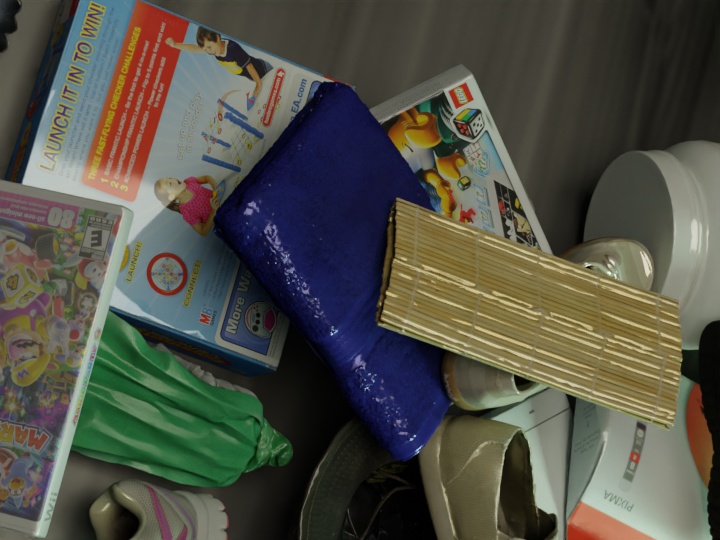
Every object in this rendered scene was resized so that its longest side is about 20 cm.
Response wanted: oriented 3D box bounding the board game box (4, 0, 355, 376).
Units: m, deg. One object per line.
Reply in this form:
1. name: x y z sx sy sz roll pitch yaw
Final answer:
1. board game box: -0.123 -0.057 1.440 0.195 0.056 0.201 21 74 -20

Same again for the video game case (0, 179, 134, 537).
1. video game case: -0.226 0.046 1.339 0.143 0.018 0.201 12 82 19

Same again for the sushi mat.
1. sushi mat: 0.105 0.027 1.363 0.199 0.012 0.096 20 50 -12

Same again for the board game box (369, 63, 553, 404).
1. board game box: 0.052 -0.017 1.457 0.126 0.035 0.200 -27 110 -3

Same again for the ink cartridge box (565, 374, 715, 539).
1. ink cartridge box: 0.214 0.165 1.519 0.162 0.050 0.200 28 47 -25

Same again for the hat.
1. hat: 0.001 0.181 1.439 0.200 0.081 0.201 1 88 -49

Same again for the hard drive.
1. hard drive: 0.133 0.184 1.501 0.132 0.027 0.201 -18 90 -61

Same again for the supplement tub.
1. supplement tub: 0.271 -0.015 1.564 0.199 0.145 0.146 4 81 -24

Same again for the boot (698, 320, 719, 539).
1. boot: 0.307 0.127 1.498 0.138 0.077 0.201 -6 98 -20

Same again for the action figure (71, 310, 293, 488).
1. action figure: -0.133 0.084 1.399 0.200 0.055 0.118 23 106 -16

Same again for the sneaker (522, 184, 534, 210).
1. sneaker: 0.085 -0.020 1.514 0.075 0.082 0.200 -29 94 -25

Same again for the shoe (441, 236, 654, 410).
1. shoe: 0.133 0.033 1.421 0.200 0.053 0.070 -34 104 -40

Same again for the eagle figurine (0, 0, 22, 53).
1. eagle figurine: -0.264 -0.247 1.384 0.151 0.151 0.200 -25 131 13

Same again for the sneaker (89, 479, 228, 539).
1. sneaker: -0.135 0.211 1.346 0.088 0.081 0.200 28 38 -32

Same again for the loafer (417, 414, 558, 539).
1. loafer: 0.092 0.184 1.403 0.076 0.068 0.201 -19 92 -57

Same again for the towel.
1. towel: 0.000 0.000 1.380 0.200 0.049 0.148 55 47 -20
